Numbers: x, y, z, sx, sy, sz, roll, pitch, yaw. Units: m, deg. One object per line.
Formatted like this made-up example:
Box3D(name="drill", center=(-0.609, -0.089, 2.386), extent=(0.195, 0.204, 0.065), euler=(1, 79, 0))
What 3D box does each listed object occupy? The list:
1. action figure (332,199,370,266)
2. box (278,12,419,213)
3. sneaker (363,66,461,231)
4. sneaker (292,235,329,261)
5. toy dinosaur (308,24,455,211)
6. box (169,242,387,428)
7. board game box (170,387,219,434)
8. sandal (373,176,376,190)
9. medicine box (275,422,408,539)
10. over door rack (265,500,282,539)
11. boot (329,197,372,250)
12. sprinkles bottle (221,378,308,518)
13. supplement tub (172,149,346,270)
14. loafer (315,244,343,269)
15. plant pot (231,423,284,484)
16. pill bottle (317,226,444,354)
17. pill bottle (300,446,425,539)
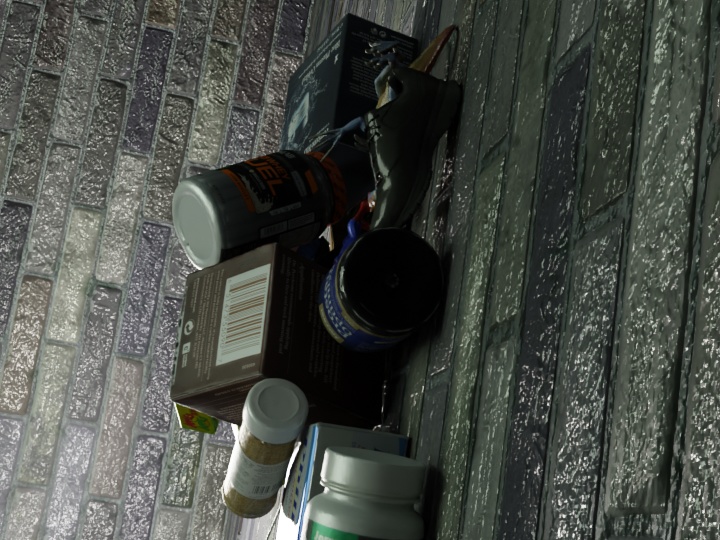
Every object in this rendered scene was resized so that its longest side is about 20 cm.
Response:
Box3D(name="action figure", center=(0.000, 0.000, 1.615), extent=(0.200, 0.099, 0.065), euler=(-57, -10, -40))
Box3D(name="box", center=(-0.022, -0.209, 1.651), extent=(0.197, 0.117, 0.201), euler=(-36, 43, 56))
Box3D(name="sneaker", center=(0.038, -0.128, 1.296), extent=(0.076, 0.090, 0.201), euler=(140, 151, -67))
Box3D(name="sneaker", center=(-0.089, -0.021, 1.677), extent=(0.112, 0.076, 0.200), euler=(59, -170, -21))
Box3D(name="toy dinosaur", center=(0.042, -0.164, 1.390), extent=(0.105, 0.199, 0.182), euler=(-118, 14, -61))
Box3D(name="box", center=(-0.093, 0.093, 1.428), extent=(0.164, 0.199, 0.167), euler=(-19, 56, 39))
Box3D(name="board game box", center=(-0.183, 0.094, 1.532), extent=(0.102, 0.047, 0.201), euler=(89, -166, -55))
Box3D(name="sandal", center=(0.045, -0.075, 1.477), extent=(0.075, 0.045, 0.202), euler=(125, 140, -82))
Box3D(name="medicine box", center=(-0.027, 0.265, 1.302), extent=(0.200, 0.102, 0.184), euler=(135, 145, -76))
Box3D(name="over door rack", center=(-0.117, 0.420, 1.763), extent=(0.200, 0.066, 0.148), euler=(-55, 16, 16))
Box3D(name="boot", center=(-0.032, -0.037, 1.826), extent=(0.200, 0.066, 0.176), euler=(131, 149, -76))
Box3D(name="sprinkles bottle", center=(-0.109, 0.202, 1.340), extent=(0.201, 0.068, 0.069), euler=(110, 167, -48))
Box3D(name="supplement tub", center=(-0.123, -0.079, 1.501), extent=(0.122, 0.199, 0.123), euler=(29, 129, 43))
Box3D(name="loafer", center=(-0.062, 0.031, 1.661), extent=(0.072, 0.073, 0.200), euler=(-24, 14, 49))
Box3D(name="plant pot", center=(-0.105, 0.187, 1.683), extent=(0.201, 0.199, 0.194), euler=(-105, 16, -70))
Box3D(name="pill bottle", center=(0.014, 0.029, 1.283), extent=(0.200, 0.111, 0.113), euler=(132, 147, -73))
Box3D(name="pill bottle", center=(-0.003, 0.269, 1.099), extent=(0.113, 0.112, 0.202), euler=(174, 106, -81))
